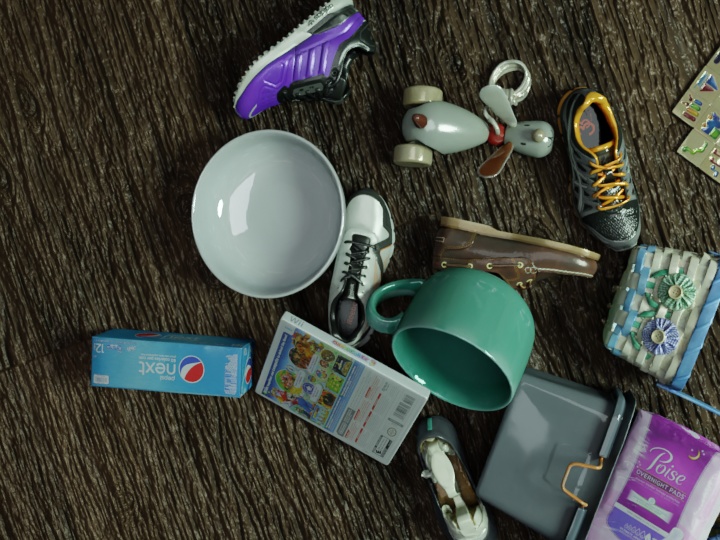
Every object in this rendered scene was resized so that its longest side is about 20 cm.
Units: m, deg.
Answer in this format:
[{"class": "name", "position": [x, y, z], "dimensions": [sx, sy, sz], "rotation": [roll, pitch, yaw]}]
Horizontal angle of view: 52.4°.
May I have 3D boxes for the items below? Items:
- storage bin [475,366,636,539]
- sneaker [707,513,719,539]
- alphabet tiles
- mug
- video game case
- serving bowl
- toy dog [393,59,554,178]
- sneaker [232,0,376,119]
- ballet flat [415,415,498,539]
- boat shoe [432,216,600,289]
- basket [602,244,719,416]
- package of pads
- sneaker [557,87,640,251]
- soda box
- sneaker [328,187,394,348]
[{"class": "storage bin", "position": [0.224, 0.218, 0.869], "dimensions": [0.132, 0.145, 0.204], "rotation": [20, 95, 14]}, {"class": "sneaker", "position": [0.468, 0.327, 0.874], "dimensions": [0.197, 0.075, 0.089], "rotation": [-26, 91, 8]}, {"class": "alphabet tiles", "position": [0.483, -0.172, 0.876], "dimensions": [0.199, 0.006, 0.168], "rotation": [36, 96, 3]}, {"class": "mug", "position": [0.115, 0.061, 0.851], "dimensions": [0.185, 0.151, 0.115], "rotation": [43, 57, -15]}, {"class": "video game case", "position": [-0.027, 0.149, 0.907], "dimensions": [0.197, 0.018, 0.145], "rotation": [28, 129, 4]}, {"class": "serving bowl", "position": [-0.107, -0.068, 0.909], "dimensions": [0.196, 0.066, 0.205], "rotation": [0, 90, 14]}, {"class": "toy dog", "position": [0.129, -0.172, 0.868], "dimensions": [0.196, 0.096, 0.135], "rotation": [-15, 92, 7]}, {"class": "sneaker", "position": [-0.064, -0.237, 0.898], "dimensions": [0.199, 0.070, 0.100], "rotation": [-39, 91, 7]}, {"class": "ballet flat", "position": [0.118, 0.281, 0.911], "dimensions": [0.072, 0.073, 0.203], "rotation": [-21, 91, 7]}, {"class": "boat shoe", "position": [0.185, -0.012, 0.886], "dimensions": [0.196, 0.070, 0.072], "rotation": [12, 88, 14]}, {"class": "basket", "position": [0.387, 0.065, 0.833], "dimensions": [0.196, 0.139, 0.180], "rotation": [18, 95, 14]}, {"class": "package of pads", "position": [0.345, 0.279, 0.855], "dimensions": [0.119, 0.075, 0.203], "rotation": [26, 91, 38]}, {"class": "sneaker", "position": [0.283, -0.119, 0.865], "dimensions": [0.077, 0.077, 0.204], "rotation": [-20, 93, 5]}, {"class": "soda box", "position": [-0.238, 0.117, 0.939], "dimensions": [0.195, 0.068, 0.066], "rotation": [4, 95, 6]}, {"class": "sneaker", "position": [0.000, 0.000, 0.902], "dimensions": [0.072, 0.080, 0.205], "rotation": [6, 93, 7]}]
